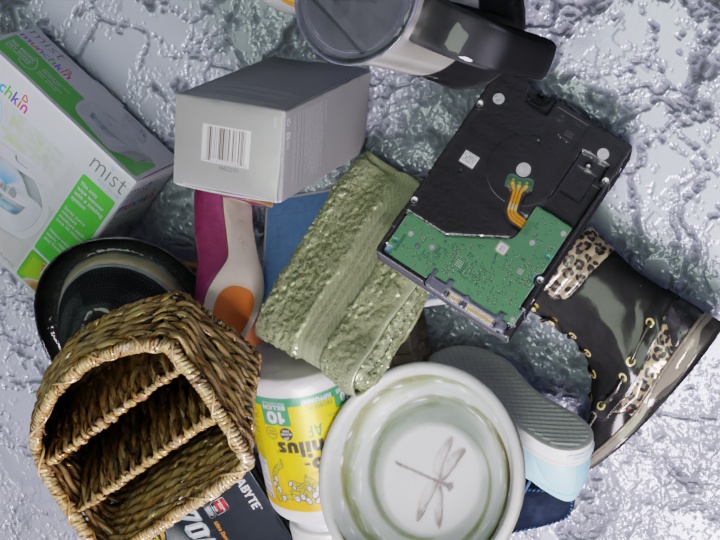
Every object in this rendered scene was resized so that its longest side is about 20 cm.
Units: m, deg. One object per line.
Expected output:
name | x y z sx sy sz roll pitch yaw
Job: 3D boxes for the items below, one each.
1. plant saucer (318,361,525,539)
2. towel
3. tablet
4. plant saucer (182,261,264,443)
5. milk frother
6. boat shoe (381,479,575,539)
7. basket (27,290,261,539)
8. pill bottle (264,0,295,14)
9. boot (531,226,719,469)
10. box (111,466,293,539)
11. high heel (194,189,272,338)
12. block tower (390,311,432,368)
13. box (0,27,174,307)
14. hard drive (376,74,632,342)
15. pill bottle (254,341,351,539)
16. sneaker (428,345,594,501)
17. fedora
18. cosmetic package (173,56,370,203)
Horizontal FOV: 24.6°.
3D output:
plant saucer | 0.059 0.183 1.452 0.199 0.050 0.201 -7 76 27
towel | 0.000 0.000 1.479 0.148 0.036 0.201 29 84 33
tablet | -0.001 -0.019 1.516 0.199 0.014 0.131 -8 66 24
plant saucer | -0.157 0.085 1.632 0.199 0.037 0.201 6 108 21
milk frother | 0.075 -0.255 1.348 0.180 0.188 0.201 8 94 32
boat shoe | 0.102 0.232 1.520 0.199 0.069 0.085 -10 122 -1
basket | -0.199 0.131 1.443 0.200 0.149 0.143 -33 122 26
pill bottle | -0.018 -0.321 1.417 0.200 0.112 0.112 -36 90 25
boot | 0.207 0.072 1.465 0.151 0.073 0.200 42 124 11
box | -0.151 0.263 1.604 0.158 0.046 0.201 -27 121 1
high heel | -0.139 -0.010 1.545 0.096 0.067 0.201 3 83 47
block tower | 0.039 0.101 1.549 0.054 0.058 0.201 -7 103 23
box | -0.307 -0.102 1.605 0.200 0.097 0.177 44 118 5
hard drive | 0.124 -0.057 1.422 0.139 0.038 0.200 32 80 12
pill bottle | -0.041 0.167 1.555 0.112 0.113 0.201 0 115 22
sneaker | 0.128 0.142 1.487 0.200 0.074 0.082 39 137 45
fedora | -0.225 0.072 1.553 0.199 0.092 0.202 2 121 3
cosmetic package | -0.074 -0.128 1.448 0.106 0.200 0.091 11 107 21
